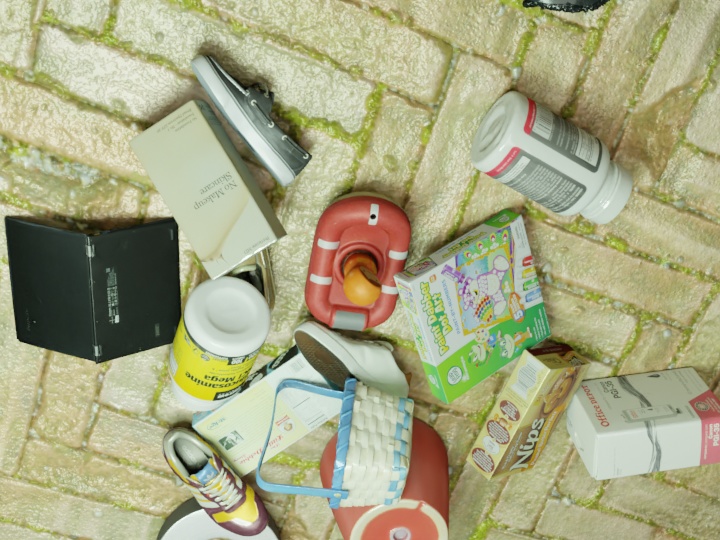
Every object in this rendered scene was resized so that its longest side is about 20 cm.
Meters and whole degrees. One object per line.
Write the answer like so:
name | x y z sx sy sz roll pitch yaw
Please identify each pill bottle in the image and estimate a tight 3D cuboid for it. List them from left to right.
pill bottle | -0.194 0.106 1.353 0.112 0.113 0.200 13 143 -12
pill bottle | 0.252 -0.139 1.321 0.199 0.111 0.111 27 110 -17

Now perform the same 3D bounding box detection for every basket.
basket | -0.031 0.235 1.375 0.198 0.177 0.140 13 136 -1

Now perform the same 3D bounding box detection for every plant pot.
plant pot | 0.045 0.337 1.487 0.199 0.178 0.202 -3 115 -6

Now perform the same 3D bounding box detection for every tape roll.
tape roll | -0.215 0.442 1.538 0.199 0.066 0.202 -1 98 -9

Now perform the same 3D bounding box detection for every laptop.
laptop | -0.359 0.015 1.381 0.199 0.116 0.189 -14 121 -32

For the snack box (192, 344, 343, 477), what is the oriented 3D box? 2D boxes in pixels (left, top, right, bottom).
snack box | -0.132 0.205 1.480 0.199 0.037 0.116 -34 113 9

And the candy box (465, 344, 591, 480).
candy box | 0.245 0.207 1.486 0.115 0.055 0.201 0 122 -47

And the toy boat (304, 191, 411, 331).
toy boat | 0.000 0.000 1.347 0.129 0.131 0.201 7 114 -10

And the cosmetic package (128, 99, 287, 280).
cosmetic package | -0.189 -0.101 1.273 0.103 0.073 0.201 -32 91 9

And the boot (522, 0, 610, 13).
boot | 0.220 -0.396 1.221 0.197 0.074 0.164 -3 119 -6

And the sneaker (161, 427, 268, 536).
sneaker | -0.210 0.307 1.454 0.200 0.090 0.075 43 76 -1

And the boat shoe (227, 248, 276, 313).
boat shoe | -0.154 -0.020 1.350 0.071 0.076 0.201 -19 116 3

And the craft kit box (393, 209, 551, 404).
craft kit box | 0.158 0.049 1.394 0.197 0.048 0.201 -29 118 -18

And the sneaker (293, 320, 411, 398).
sneaker | -0.009 0.120 1.440 0.200 0.085 0.073 41 146 -22

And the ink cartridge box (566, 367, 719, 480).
ink cartridge box | 0.418 0.222 1.491 0.198 0.147 0.083 -7 115 -4

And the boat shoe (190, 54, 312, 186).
boat shoe | -0.131 -0.199 1.277 0.066 0.070 0.200 -41 111 -6
